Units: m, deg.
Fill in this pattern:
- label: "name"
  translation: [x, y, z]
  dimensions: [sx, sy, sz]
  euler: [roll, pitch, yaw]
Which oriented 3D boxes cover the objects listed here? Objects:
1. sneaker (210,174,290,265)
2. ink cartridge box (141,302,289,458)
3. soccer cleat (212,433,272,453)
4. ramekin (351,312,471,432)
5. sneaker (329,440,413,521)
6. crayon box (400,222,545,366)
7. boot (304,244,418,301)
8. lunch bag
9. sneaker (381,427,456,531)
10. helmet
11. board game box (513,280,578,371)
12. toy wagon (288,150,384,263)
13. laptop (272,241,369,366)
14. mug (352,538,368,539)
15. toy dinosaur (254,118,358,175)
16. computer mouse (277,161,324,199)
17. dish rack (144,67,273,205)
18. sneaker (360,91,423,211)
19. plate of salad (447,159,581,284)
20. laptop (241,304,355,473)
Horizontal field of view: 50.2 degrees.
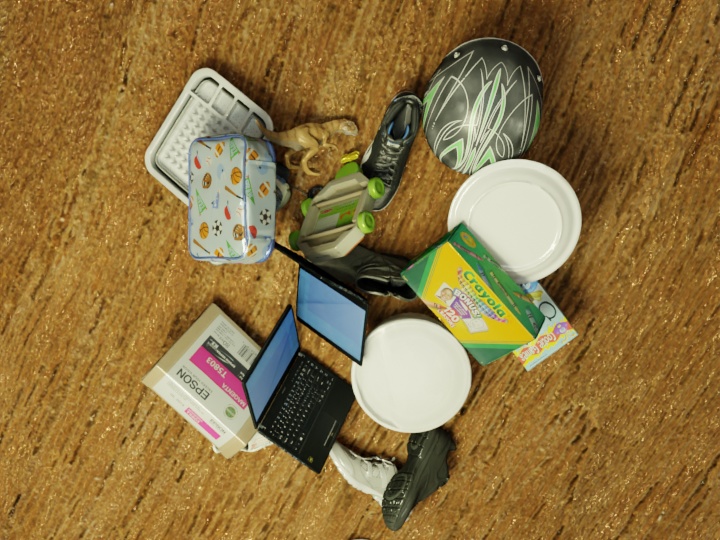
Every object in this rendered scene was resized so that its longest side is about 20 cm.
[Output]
- label: "sneaker"
  translation: [-0.201, -0.076, 1.263]
  dimensions: [0.077, 0.085, 0.200]
  euler: [41, 117, -6]
- label: "ink cartridge box"
  translation: [-0.235, 0.183, 1.293]
  dimensions: [0.200, 0.165, 0.075]
  euler: [44, 136, -8]
- label: "soccer cleat"
  translation: [-0.167, 0.284, 1.356]
  dimensions: [0.197, 0.085, 0.070]
  euler: [-8, 102, 5]
- label: "ramekin"
  translation: [0.085, 0.165, 1.311]
  dimensions: [0.199, 0.094, 0.205]
  euler: [1, 103, 2]
- label: "sneaker"
  translation: [0.026, 0.359, 1.381]
  dimensions: [0.199, 0.075, 0.082]
  euler: [38, 86, -11]
- label: "crayon box"
  translation: [0.172, 0.039, 1.178]
  dimensions: [0.200, 0.058, 0.119]
  euler: [47, 136, -6]
- label: "boot"
  translation: [0.000, 0.000, 1.258]
  dimensions: [0.197, 0.131, 0.069]
  euler: [8, 104, 1]
- label: "lunch bag"
  translation: [-0.201, -0.112, 1.172]
  dimensions: [0.159, 0.075, 0.203]
  euler: [3, 91, 41]
- label: "sneaker"
  translation: [0.108, 0.362, 1.333]
  dimensions: [0.090, 0.076, 0.201]
  euler: [36, 70, -18]
- label: "helmet"
  translation: [0.183, -0.244, 1.160]
  dimensions: [0.197, 0.191, 0.203]
  euler: [1, 104, 3]
- label: "board game box"
  translation: [0.250, 0.045, 1.269]
  dimensions: [0.103, 0.105, 0.201]
  euler: [-38, 98, 11]
- label: "toy wagon"
  translation: [-0.030, -0.104, 1.219]
  dimensions: [0.154, 0.202, 0.040]
  euler: [-12, 137, 37]
- label: "laptop"
  translation: [-0.083, 0.045, 1.220]
  dimensions: [0.176, 0.199, 0.104]
  euler: [30, 90, 38]
- label: "mug"
  translation: [0.012, 0.610, 1.397]
  dimensions: [0.185, 0.150, 0.154]
  euler: [27, 111, 3]
- label: "toy dinosaur"
  translation: [-0.098, -0.209, 1.233]
  dimensions: [0.198, 0.060, 0.107]
  euler: [-14, 126, -35]
- label: "computer mouse"
  translation: [-0.118, -0.138, 1.282]
  dimensions: [0.198, 0.034, 0.059]
  euler: [29, 102, -4]
- label: "dish rack"
  translation: [-0.242, -0.205, 1.254]
  dimensions: [0.171, 0.044, 0.201]
  euler: [39, 102, 9]
- label: "sneaker"
  translation: [0.042, -0.187, 1.222]
  dimensions: [0.072, 0.112, 0.202]
  euler: [18, 103, -1]
- label: "plate of salad"
  translation: [0.231, -0.074, 1.164]
  dimensions: [0.197, 0.048, 0.203]
  euler: [3, 116, 7]
- label: "laptop"
  translation: [-0.093, 0.193, 1.263]
  dimensions: [0.199, 0.178, 0.103]
  euler: [37, 138, -8]
